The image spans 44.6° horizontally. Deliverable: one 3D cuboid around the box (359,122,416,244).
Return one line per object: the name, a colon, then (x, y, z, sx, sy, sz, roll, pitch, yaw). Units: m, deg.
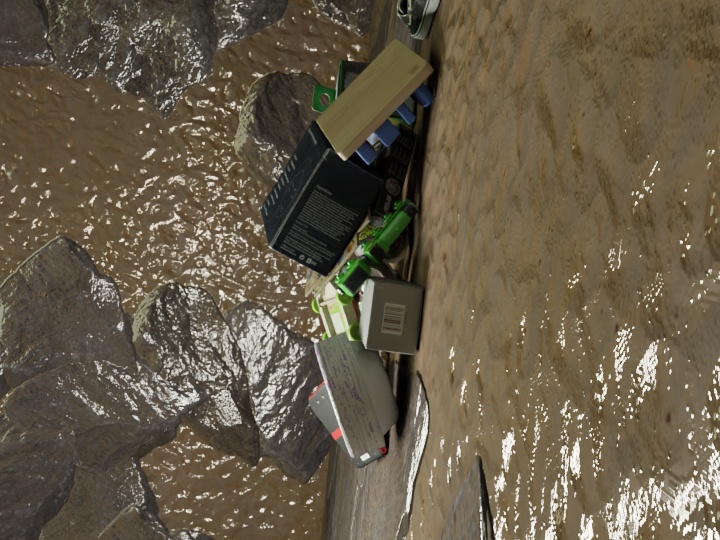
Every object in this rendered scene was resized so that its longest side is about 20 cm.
box: (0.023, -0.149, 1.604, 0.160, 0.044, 0.203, -32, 36, 52)

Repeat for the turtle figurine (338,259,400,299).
turtle figurine: (0.000, 0.000, 1.696, 0.101, 0.150, 0.200, -47, -12, 0)

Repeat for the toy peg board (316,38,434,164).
toy peg board: (0.043, -0.264, 1.473, 0.200, 0.098, 0.200, -44, 27, 8)

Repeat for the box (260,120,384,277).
box: (-0.073, -0.131, 1.550, 0.199, 0.122, 0.201, -58, 21, 15)

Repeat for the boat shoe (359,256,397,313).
boat shoe: (0.030, 0.058, 1.577, 0.202, 0.070, 0.060, 82, -165, -46)

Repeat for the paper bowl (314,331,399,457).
paper bowl: (-0.002, 0.202, 1.480, 0.201, 0.102, 0.204, 160, 91, -88)

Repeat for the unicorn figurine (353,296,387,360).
unicorn figurine: (0.010, 0.125, 1.769, 0.138, 0.072, 0.203, -104, 7, -57)

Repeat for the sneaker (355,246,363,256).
sneaker: (0.009, -0.135, 1.763, 0.072, 0.110, 0.203, -96, -15, -61)

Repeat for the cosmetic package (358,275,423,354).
cosmetic package: (0.045, 0.068, 1.421, 0.200, 0.088, 0.109, -100, 16, -86)

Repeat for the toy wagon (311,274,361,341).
toy wagon: (-0.048, 0.067, 1.668, 0.155, 0.039, 0.204, -21, 87, 67)

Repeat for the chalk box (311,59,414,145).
chalk box: (0.004, -0.319, 1.717, 0.124, 0.195, 0.127, 104, 171, -63)

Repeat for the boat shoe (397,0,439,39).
boat shoe: (0.097, -0.464, 1.530, 0.200, 0.062, 0.072, 119, 157, -80)

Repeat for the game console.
game console: (-0.026, 0.292, 1.691, 0.178, 0.031, 0.200, 51, 157, 7)

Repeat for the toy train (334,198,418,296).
toy train: (0.029, -0.040, 1.461, 0.201, 0.042, 0.056, -52, 15, -10)

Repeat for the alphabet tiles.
alphabet tiles: (-0.041, -0.049, 1.557, 0.201, 0.006, 0.168, -50, 23, 30)

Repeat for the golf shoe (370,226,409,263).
golf shoe: (0.059, -0.059, 1.615, 0.093, 0.072, 0.201, 61, -173, -27)
